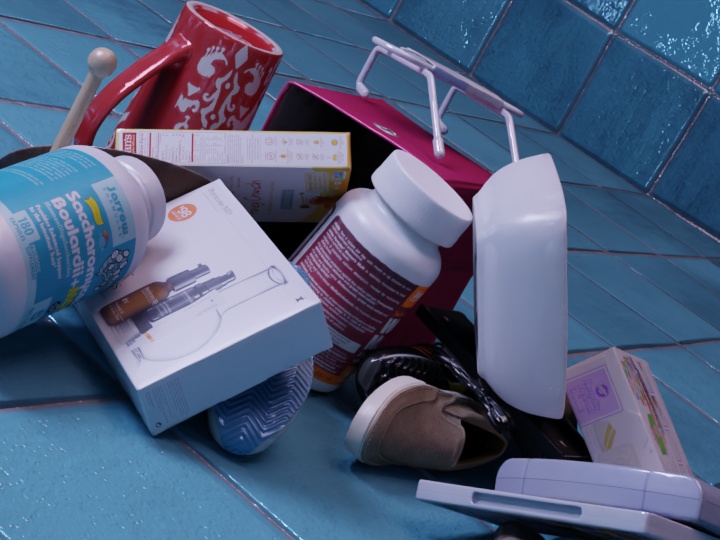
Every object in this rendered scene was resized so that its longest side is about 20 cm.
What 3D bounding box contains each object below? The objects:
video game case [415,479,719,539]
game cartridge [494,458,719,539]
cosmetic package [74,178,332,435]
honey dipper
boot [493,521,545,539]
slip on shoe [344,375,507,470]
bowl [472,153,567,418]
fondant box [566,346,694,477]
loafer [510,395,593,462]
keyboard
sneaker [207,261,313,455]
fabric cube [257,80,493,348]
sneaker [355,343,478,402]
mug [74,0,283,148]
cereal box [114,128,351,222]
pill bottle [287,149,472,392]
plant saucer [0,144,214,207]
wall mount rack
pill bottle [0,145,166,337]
[{"bbox_3d":[0.161,0.191,1.213,0.199,0.018,0.143,3,-15,38],"label":"video game case"},{"bbox_3d":[0.211,0.183,1.254,0.199,0.041,0.133,-1,-16,45],"label":"game cartridge"},{"bbox_3d":[-0.132,0.022,1.217,0.150,0.052,0.200,-24,39,-16],"label":"cosmetic package"},{"bbox_3d":[-0.241,-0.084,1.232,0.038,0.201,0.038,26,16,-8],"label":"honey dipper"},{"bbox_3d":[0.173,0.263,1.168,0.199,0.070,0.146,23,23,-18],"label":"boot"},{"bbox_3d":[0.059,0.137,1.327,0.060,0.076,0.200,31,7,29],"label":"slip on shoe"},{"bbox_3d":[0.135,0.012,1.370,0.074,0.201,0.200,-2,20,3],"label":"bowl"},{"bbox_3d":[0.249,0.153,1.447,0.145,0.058,0.200,70,14,13],"label":"fondant box"},{"bbox_3d":[0.176,0.135,1.494,0.069,0.076,0.200,-13,32,-14],"label":"loafer"},{"bbox_3d":[0.116,0.101,1.397,0.200,0.021,0.127,47,19,30],"label":"keyboard"},{"bbox_3d":[-0.081,0.078,1.253,0.076,0.081,0.201,20,37,-8],"label":"sneaker"},{"bbox_3d":[0.004,-0.049,1.561,0.196,0.201,0.199,35,16,23],"label":"fabric cube"},{"bbox_3d":[0.046,0.100,1.438,0.090,0.070,0.200,33,10,40],"label":"sneaker"},{"bbox_3d":[-0.174,-0.151,1.558,0.133,0.201,0.177,32,16,8],"label":"mug"},{"bbox_3d":[-0.112,-0.080,1.384,0.199,0.040,0.144,0,-16,-4],"label":"cereal box"},{"bbox_3d":[0.000,0.000,1.375,0.109,0.200,0.110,38,16,-13],"label":"pill bottle"},{"bbox_3d":[-0.211,-0.057,1.347,0.199,0.032,0.200,5,-16,1],"label":"plant saucer"},{"bbox_3d":[0.089,-0.153,1.556,0.199,0.075,0.174,20,13,-38],"label":"wall mount rack"},{"bbox_3d":[-0.230,-0.026,1.154,0.111,0.111,0.200,35,34,19],"label":"pill bottle"}]
